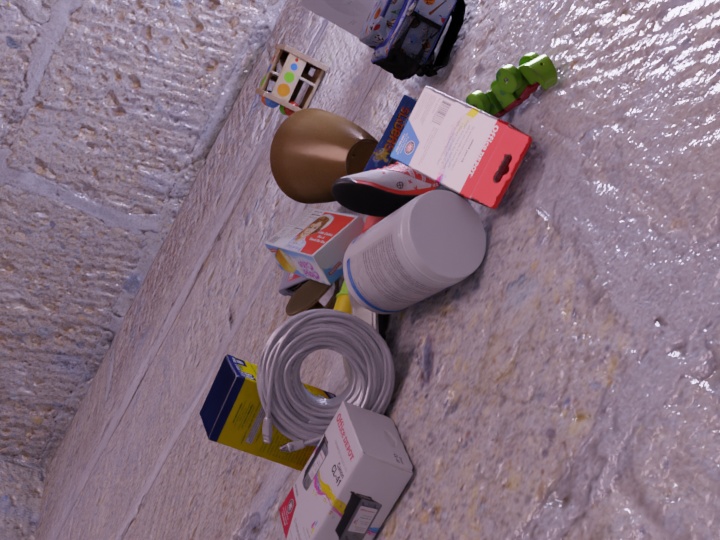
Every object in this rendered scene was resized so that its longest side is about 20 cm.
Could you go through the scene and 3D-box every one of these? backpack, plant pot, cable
[{"bbox_3d":[0.095,-0.455,1.813,0.191,0.154,0.200,-56,17,-1],"label":"backpack"},{"bbox_3d":[-0.041,-0.208,1.880,0.200,0.186,0.187,16,82,54],"label":"plant pot"},{"bbox_3d":[-0.050,0.154,1.447,0.069,0.199,0.201,-116,21,-88],"label":"cable"}]

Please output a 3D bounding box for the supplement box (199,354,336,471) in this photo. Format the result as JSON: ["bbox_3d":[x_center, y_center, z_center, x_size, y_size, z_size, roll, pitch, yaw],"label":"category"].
[{"bbox_3d":[-0.133,0.226,1.552,0.110,0.199,0.109,-65,21,5],"label":"supplement box"}]

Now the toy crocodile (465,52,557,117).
[{"bbox_3d":[0.213,-0.256,1.442,0.067,0.062,0.200,-31,-1,-32],"label":"toy crocodile"}]

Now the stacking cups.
[{"bbox_3d":[0.000,0.000,1.681,0.060,0.060,0.201,-31,38,57],"label":"stacking cups"}]

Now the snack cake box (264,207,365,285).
[{"bbox_3d":[-0.075,-0.048,1.796,0.115,0.067,0.200,-40,25,-19],"label":"snack cake box"}]

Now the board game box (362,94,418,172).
[{"bbox_3d":[0.055,-0.199,1.704,0.201,0.034,0.135,-62,-10,13],"label":"board game box"}]

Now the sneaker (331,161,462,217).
[{"bbox_3d":[0.062,-0.141,1.525,0.067,0.200,0.108,82,-164,-47],"label":"sneaker"}]

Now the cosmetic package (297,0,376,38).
[{"bbox_3d":[0.006,-0.598,2.115,0.199,0.199,0.123,-13,53,65],"label":"cosmetic package"}]

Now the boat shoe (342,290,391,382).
[{"bbox_3d":[0.016,0.084,1.538,0.074,0.060,0.201,-6,82,43],"label":"boat shoe"}]

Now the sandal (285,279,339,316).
[{"bbox_3d":[-0.058,0.036,1.790,0.077,0.070,0.212,-12,31,32],"label":"sandal"}]

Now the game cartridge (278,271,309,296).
[{"bbox_3d":[-0.099,-0.026,1.985,0.200,0.041,0.134,-22,43,62],"label":"game cartridge"}]

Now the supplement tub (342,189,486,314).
[{"bbox_3d":[0.072,-0.022,1.423,0.200,0.132,0.132,-29,41,57],"label":"supplement tub"}]

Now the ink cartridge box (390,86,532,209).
[{"bbox_3d":[0.152,-0.166,1.401,0.200,0.067,0.117,33,100,35],"label":"ink cartridge box"}]

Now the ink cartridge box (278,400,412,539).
[{"bbox_3d":[-0.024,0.303,1.367,0.201,0.085,0.148,-62,21,14],"label":"ink cartridge box"}]

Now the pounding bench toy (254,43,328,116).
[{"bbox_3d":[-0.191,-0.487,2.583,0.156,0.124,0.200,-64,20,6],"label":"pounding bench toy"}]
